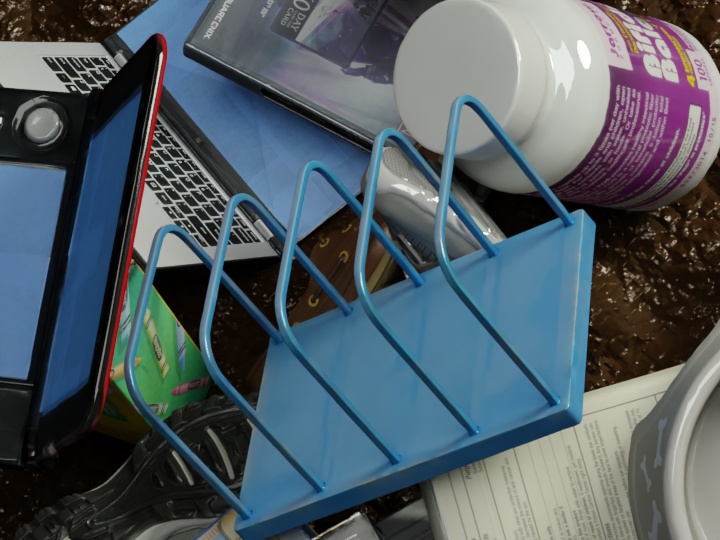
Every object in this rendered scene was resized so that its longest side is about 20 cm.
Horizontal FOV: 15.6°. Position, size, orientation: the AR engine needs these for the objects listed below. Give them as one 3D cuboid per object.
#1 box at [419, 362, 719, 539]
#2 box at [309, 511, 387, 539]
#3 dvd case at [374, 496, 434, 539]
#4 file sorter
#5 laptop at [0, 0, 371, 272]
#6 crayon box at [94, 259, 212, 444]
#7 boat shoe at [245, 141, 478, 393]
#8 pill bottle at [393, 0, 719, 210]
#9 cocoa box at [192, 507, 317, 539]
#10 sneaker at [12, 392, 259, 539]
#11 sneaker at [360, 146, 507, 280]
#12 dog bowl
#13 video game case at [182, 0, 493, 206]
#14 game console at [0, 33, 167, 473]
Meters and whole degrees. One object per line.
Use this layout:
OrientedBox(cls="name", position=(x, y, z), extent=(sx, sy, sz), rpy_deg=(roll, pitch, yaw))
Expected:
OrientedBox(cls="box", position=(0.133, 0.105, 1.345), extent=(0.199, 0.078, 0.096), rpy_deg=(-15, 88, -3))
OrientedBox(cls="box", position=(-0.034, 0.253, 1.279), extent=(0.199, 0.050, 0.199), rpy_deg=(-30, 70, 0))
OrientedBox(cls="dvd case", position=(0.106, 0.191, 1.398), extent=(0.150, 0.025, 0.200), rpy_deg=(-25, 63, -34))
OrientedBox(cls="file sorter", position=(-0.001, 0.021, 1.303), extent=(0.199, 0.123, 0.139), rpy_deg=(-22, 38, 27))
OrientedBox(cls="laptop", position=(-0.090, -0.108, 1.535), extent=(0.187, 0.200, 0.116), rpy_deg=(49, 117, 22))
OrientedBox(cls="crayon box", position=(-0.163, 0.035, 1.444), extent=(0.118, 0.200, 0.059), rpy_deg=(18, 74, 15))
OrientedBox(cls="boat shoe", position=(0.000, 0.000, 1.484), extent=(0.067, 0.072, 0.201), rpy_deg=(31, 94, 24))
OrientedBox(cls="pill bottle", position=(0.108, -0.095, 1.435), extent=(0.112, 0.199, 0.113), rpy_deg=(-3, 85, 36))
OrientedBox(cls="cocoa box", position=(-0.027, 0.237, 1.381), extent=(0.131, 0.133, 0.200), rpy_deg=(-40, 69, -3))
OrientedBox(cls="sneaker", position=(-0.105, 0.137, 1.459), extent=(0.199, 0.079, 0.074), rpy_deg=(-31, 58, 5))
OrientedBox(cls="sneaker", position=(0.051, 0.012, 1.425), extent=(0.082, 0.200, 0.075), rpy_deg=(-39, 42, 4))
OrientedBox(cls="dog bowl", position=(0.231, 0.103, 1.277), extent=(0.199, 0.059, 0.202), rpy_deg=(0, 89, 1))
OrientedBox(cls="video game case", position=(0.016, -0.140, 1.547), extent=(0.199, 0.019, 0.143), rpy_deg=(27, 68, 7))
OrientedBox(cls="game console", position=(-0.178, -0.012, 1.293), extent=(0.171, 0.119, 0.201), rpy_deg=(5, 72, 12))
